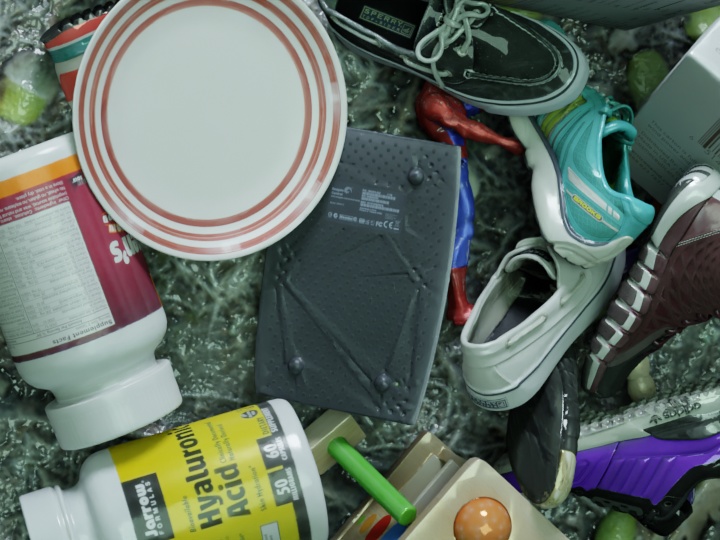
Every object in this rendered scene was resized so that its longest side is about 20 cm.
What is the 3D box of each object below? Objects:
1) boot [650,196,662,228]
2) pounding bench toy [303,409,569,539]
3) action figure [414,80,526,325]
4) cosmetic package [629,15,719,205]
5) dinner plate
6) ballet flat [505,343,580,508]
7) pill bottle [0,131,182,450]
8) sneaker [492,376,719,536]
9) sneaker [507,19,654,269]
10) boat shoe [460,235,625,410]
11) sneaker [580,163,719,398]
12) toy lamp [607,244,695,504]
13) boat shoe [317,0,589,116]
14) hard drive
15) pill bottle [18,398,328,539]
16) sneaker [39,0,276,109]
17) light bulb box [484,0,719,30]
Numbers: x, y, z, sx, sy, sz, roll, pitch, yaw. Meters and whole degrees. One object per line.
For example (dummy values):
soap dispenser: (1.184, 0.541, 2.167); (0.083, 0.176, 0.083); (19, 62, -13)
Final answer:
boot: (0.313, -0.058, 1.407); (0.199, 0.075, 0.108); (-10, 89, -12)
pounding bench toy: (0.044, 0.185, 1.308); (0.200, 0.156, 0.124); (43, 83, -11)
action figure: (0.094, -0.069, 1.357); (0.098, 0.065, 0.201); (-12, 96, -6)
cosmetic package: (0.317, -0.122, 1.313); (0.167, 0.166, 0.200); (43, 66, 6)
dinner plate: (-0.102, -0.107, 1.260); (0.199, 0.024, 0.201); (-3, 97, -26)
ballet flat: (0.140, 0.088, 1.321); (0.057, 0.201, 0.066); (31, 128, -24)
pill bottle: (-0.198, 0.013, 1.267); (0.109, 0.110, 0.201); (-21, 97, -12)
sneaker: (0.194, 0.151, 1.346); (0.199, 0.070, 0.100); (-19, 95, 22)
sneaker: (0.159, -0.097, 1.310); (0.077, 0.080, 0.201); (20, 47, -45)
boat shoe: (0.126, 0.010, 1.311); (0.200, 0.072, 0.066); (-48, 136, -34)
sneaker: (0.236, 0.033, 1.292); (0.115, 0.076, 0.201); (30, 126, 10)
toy lamp: (0.210, 0.085, 1.395); (0.058, 0.058, 0.201); (-18, 95, -12)
boat shoe: (0.062, -0.167, 1.293); (0.199, 0.068, 0.074); (26, 87, 20)
hard drive: (0.000, 0.000, 1.322); (0.134, 0.042, 0.201); (10, 96, 11)
pill bottle: (-0.131, 0.168, 1.289); (0.199, 0.111, 0.112); (-16, 96, -12)
sneaker: (-0.119, -0.157, 1.305); (0.199, 0.070, 0.094); (-19, 104, -10)
light bulb box: (0.142, -0.253, 1.291); (0.199, 0.198, 0.126); (9, 88, -15)
